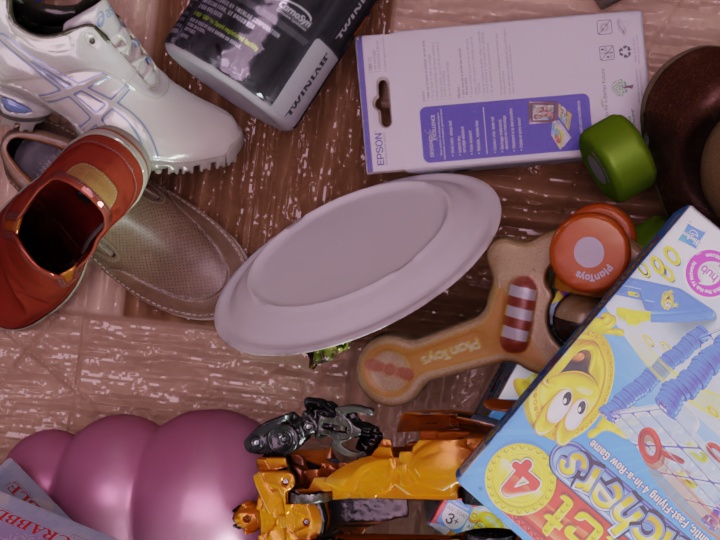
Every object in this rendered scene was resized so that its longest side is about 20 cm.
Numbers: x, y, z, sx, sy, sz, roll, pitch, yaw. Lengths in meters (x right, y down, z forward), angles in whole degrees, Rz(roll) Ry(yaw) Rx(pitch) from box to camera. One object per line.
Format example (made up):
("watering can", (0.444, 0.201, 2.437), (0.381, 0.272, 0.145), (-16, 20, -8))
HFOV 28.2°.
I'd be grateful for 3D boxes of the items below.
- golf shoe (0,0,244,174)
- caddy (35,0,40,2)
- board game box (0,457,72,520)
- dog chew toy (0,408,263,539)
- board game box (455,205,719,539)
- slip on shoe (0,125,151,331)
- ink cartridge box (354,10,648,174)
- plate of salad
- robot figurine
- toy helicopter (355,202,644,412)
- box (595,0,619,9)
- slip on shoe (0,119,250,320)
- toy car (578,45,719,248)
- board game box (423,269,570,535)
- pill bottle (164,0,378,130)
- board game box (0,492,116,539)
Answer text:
("golf shoe", (-0.166, -0.129, 0.952), (0.199, 0.078, 0.097), (16, 122, -11))
("caddy", (-0.296, -0.227, 0.949), (0.199, 0.142, 0.105), (-23, 57, 0))
("board game box", (-0.216, 0.254, 0.937), (0.200, 0.041, 0.200), (44, 122, 3))
("dog chew toy", (-0.147, 0.150, 0.952), (0.199, 0.125, 0.125), (4, 89, 10))
("board game box", (0.188, 0.103, 0.782), (0.200, 0.056, 0.196), (40, 90, 5))
("slip on shoe", (-0.207, -0.018, 0.939), (0.074, 0.061, 0.200), (41, 131, -9))
("ink cartridge box", (0.098, -0.121, 0.991), (0.199, 0.039, 0.100), (-4, 89, 0))
("plate of salad", (0.000, 0.000, 0.924), (0.200, 0.200, 0.048), (-25, 117, 0))
("robot figurine", (0.021, 0.147, 0.864), (0.199, 0.058, 0.146), (-2, 91, 15))
("toy helicopter", (0.094, 0.047, 0.878), (0.199, 0.079, 0.133), (-19, 93, 15))
("box", (0.241, -0.256, 0.972), (0.200, 0.082, 0.069), (-27, 89, 2))
("slip on shoe", (-0.161, -0.035, 0.982), (0.200, 0.061, 0.076), (39, 89, 2))
("toy car", (0.260, -0.051, 0.890), (0.164, 0.200, 0.158), (-30, 114, -3))
("board game box", (0.135, 0.099, 0.951), (0.103, 0.105, 0.200), (29, 90, 2))
("pill bottle", (-0.036, -0.203, 0.960), (0.106, 0.106, 0.200), (33, 88, 2))
("board game box", (-0.192, 0.240, 0.862), (0.199, 0.041, 0.201), (17, 116, 17))
